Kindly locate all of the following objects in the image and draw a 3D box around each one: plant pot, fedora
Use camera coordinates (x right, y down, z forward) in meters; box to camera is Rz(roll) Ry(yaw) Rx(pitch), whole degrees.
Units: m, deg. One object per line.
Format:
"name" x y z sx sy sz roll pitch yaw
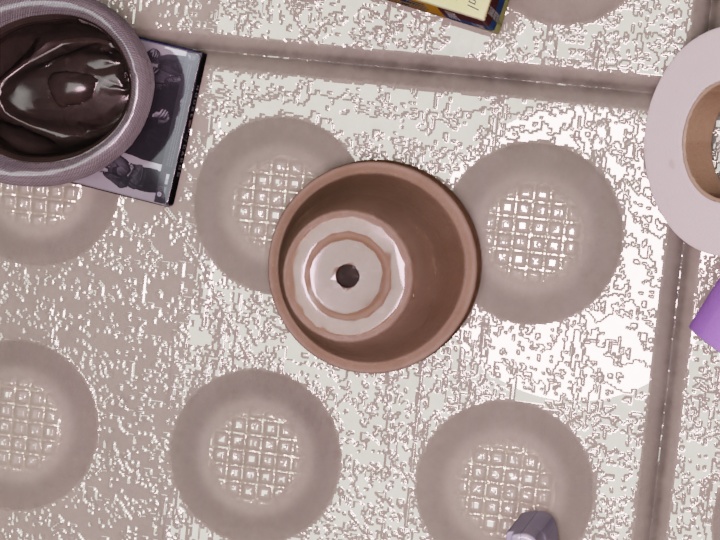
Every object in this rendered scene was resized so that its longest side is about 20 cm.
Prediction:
"plant pot" 0.000 0.000 1.601 0.200 0.175 0.201 1 94 11
"fedora" -0.285 -0.167 1.655 0.200 0.090 0.177 -17 93 4

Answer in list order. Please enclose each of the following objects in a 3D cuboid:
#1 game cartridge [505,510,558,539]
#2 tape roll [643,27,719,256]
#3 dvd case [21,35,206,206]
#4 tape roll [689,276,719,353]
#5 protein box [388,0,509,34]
"game cartridge" 0.161 0.323 1.613 0.041 0.133 0.200 -4 93 10
"tape roll" 0.327 -0.111 1.545 0.203 0.037 0.203 0 90 54
"dvd case" -0.259 -0.157 1.709 0.200 0.025 0.151 14 96 9
"tape roll" 0.382 0.075 1.528 0.200 0.200 0.066 32 97 6
"protein box" 0.053 -0.337 1.591 0.200 0.135 0.199 18 95 8
